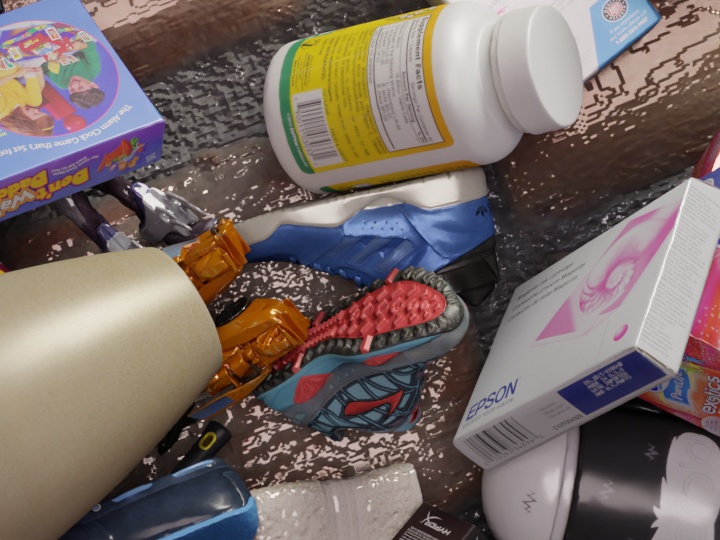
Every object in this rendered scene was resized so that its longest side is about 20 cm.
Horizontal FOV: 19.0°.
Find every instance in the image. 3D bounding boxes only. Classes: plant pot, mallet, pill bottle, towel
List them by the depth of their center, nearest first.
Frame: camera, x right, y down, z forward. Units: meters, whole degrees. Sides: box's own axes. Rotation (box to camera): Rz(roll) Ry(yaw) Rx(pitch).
[{"bbox_3d":[-0.194,0.071,1.360,0.200,0.187,0.187,-30,88,-22],"label":"plant pot"},{"bbox_3d":[0.044,-0.121,1.467,0.200,0.113,0.113,-10,87,30],"label":"pill bottle"},{"bbox_3d":[-0.165,0.181,1.485,0.066,0.041,0.200,25,68,18],"label":"mallet"},{"bbox_3d":[-0.017,0.240,1.488,0.132,0.034,0.200,-7,99,-27],"label":"towel"}]

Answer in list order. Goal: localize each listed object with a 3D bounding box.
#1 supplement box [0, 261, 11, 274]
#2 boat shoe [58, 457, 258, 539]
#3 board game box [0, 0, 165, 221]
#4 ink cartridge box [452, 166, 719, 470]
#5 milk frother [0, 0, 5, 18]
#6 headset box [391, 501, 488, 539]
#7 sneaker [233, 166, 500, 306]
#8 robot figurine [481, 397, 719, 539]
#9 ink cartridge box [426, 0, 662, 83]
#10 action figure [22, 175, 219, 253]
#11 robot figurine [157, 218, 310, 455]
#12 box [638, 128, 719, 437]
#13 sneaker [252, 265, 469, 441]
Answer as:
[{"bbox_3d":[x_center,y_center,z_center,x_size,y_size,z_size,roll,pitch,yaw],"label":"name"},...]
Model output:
[{"bbox_3d":[-0.331,-0.008,1.478,0.200,0.086,0.110,42,88,21],"label":"supplement box"},{"bbox_3d":[-0.168,0.183,1.427,0.200,0.084,0.069,-15,49,-17],"label":"boat shoe"},{"bbox_3d":[-0.253,-0.101,1.453,0.200,0.045,0.135,-23,60,-24],"label":"board game box"},{"bbox_3d":[0.158,0.018,1.423,0.043,0.196,0.200,35,52,-16],"label":"ink cartridge box"},{"bbox_3d":[-0.362,-0.230,1.447,0.188,0.200,0.181,-26,76,-17],"label":"milk frother"},{"bbox_3d":[0.041,0.284,1.462,0.200,0.077,0.149,-48,115,-14],"label":"headset box"},{"bbox_3d":[0.000,0.000,1.516,0.200,0.077,0.111,-12,93,4],"label":"sneaker"},{"bbox_3d":[0.184,0.156,1.491,0.200,0.125,0.150,10,55,-1],"label":"robot figurine"},{"bbox_3d":[0.105,-0.217,1.534,0.115,0.068,0.200,-39,89,-2],"label":"ink cartridge box"},{"bbox_3d":[-0.201,-0.068,1.517,0.200,0.069,0.130,40,72,-6],"label":"action figure"},{"bbox_3d":[-0.144,0.055,1.487,0.200,0.058,0.145,-32,109,18],"label":"robot figurine"},{"bbox_3d":[0.256,0.003,1.470,0.100,0.096,0.200,26,56,1],"label":"box"},{"bbox_3d":[0.018,0.064,1.475,0.096,0.200,0.079,41,53,-20],"label":"sneaker"}]
